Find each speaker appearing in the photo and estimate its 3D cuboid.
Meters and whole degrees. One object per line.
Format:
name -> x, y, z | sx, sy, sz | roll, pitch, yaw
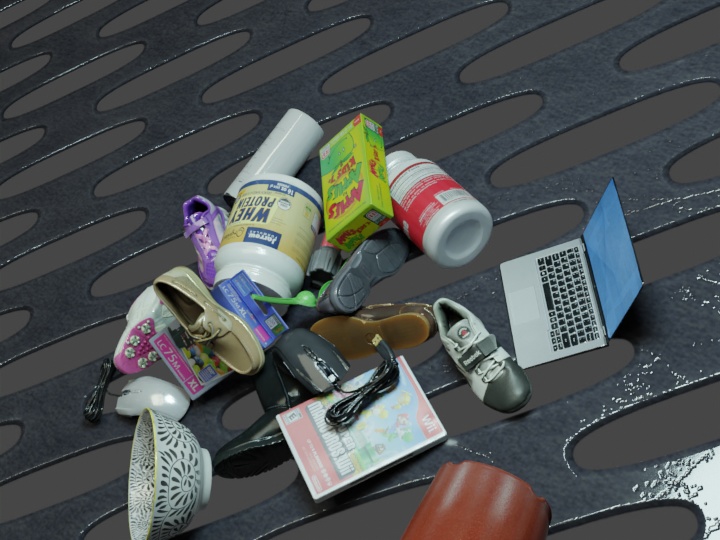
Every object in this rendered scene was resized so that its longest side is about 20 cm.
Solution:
speaker -> -0.148, -0.182, 1.868 | 0.081, 0.081, 0.200 | 21, 69, 38

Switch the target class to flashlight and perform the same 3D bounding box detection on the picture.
flashlight -> -0.033, -0.073, 1.731 | 0.068, 0.068, 0.200 | -4, 54, 32

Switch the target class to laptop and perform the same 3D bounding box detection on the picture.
laptop -> 0.278, 0.006, 1.465 | 0.200, 0.116, 0.188 | -18, 49, 17

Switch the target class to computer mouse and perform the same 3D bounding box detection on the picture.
computer mouse -> -0.358, 0.198, 1.728 | 0.200, 0.044, 0.110 | 2, 57, 31
computer mouse -> -0.037, 0.118, 1.533 | 0.140, 0.046, 0.200 | -34, 45, -13

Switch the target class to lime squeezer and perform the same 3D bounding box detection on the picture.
lime squeezer -> -0.069, 0.028, 1.636 | 0.200, 0.071, 0.038 | -26, 47, -23

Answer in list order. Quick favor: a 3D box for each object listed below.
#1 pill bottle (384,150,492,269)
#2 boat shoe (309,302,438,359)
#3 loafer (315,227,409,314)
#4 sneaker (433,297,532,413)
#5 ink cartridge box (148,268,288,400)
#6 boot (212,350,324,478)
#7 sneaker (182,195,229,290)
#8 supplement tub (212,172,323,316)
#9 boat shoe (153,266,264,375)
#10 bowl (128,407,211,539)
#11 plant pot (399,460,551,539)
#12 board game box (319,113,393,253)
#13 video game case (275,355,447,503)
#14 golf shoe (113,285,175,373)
pill bottle -> 0.102, -0.099, 1.644 | 0.112, 0.112, 0.200 | -40, 47, -3
boat shoe -> 0.024, 0.086, 1.588 | 0.200, 0.071, 0.070 | -4, 17, 26
loafer -> 0.000, 0.000, 1.630 | 0.063, 0.072, 0.200 | -19, 19, 44
sneaker -> 0.155, 0.113, 1.471 | 0.074, 0.089, 0.200 | -43, 47, 4
ink cartridge box -> -0.217, 0.099, 1.640 | 0.200, 0.119, 0.042 | -36, 1, 24
boot -> -0.135, 0.200, 1.582 | 0.198, 0.073, 0.163 | -23, 50, 3
sneaker -> -0.259, -0.052, 1.828 | 0.080, 0.089, 0.200 | -28, 49, 7
supplement tub -> -0.148, -0.038, 1.717 | 0.144, 0.144, 0.200 | -3, 56, 28
boat shoe -> -0.225, 0.082, 1.579 | 0.200, 0.065, 0.071 | 44, 117, 6
bowl -> -0.268, 0.299, 1.545 | 0.094, 0.201, 0.201 | 6, 46, -20
plant pot -> 0.124, 0.343, 1.261 | 0.200, 0.201, 0.195 | 6, 52, 32
board game box -> -0.009, -0.136, 1.661 | 0.102, 0.048, 0.200 | -38, 40, 31
video game case -> 0.000, 0.216, 1.488 | 0.200, 0.017, 0.143 | -25, 55, -8
golf shoe -> -0.355, 0.093, 1.786 | 0.091, 0.075, 0.200 | -9, 38, 39
